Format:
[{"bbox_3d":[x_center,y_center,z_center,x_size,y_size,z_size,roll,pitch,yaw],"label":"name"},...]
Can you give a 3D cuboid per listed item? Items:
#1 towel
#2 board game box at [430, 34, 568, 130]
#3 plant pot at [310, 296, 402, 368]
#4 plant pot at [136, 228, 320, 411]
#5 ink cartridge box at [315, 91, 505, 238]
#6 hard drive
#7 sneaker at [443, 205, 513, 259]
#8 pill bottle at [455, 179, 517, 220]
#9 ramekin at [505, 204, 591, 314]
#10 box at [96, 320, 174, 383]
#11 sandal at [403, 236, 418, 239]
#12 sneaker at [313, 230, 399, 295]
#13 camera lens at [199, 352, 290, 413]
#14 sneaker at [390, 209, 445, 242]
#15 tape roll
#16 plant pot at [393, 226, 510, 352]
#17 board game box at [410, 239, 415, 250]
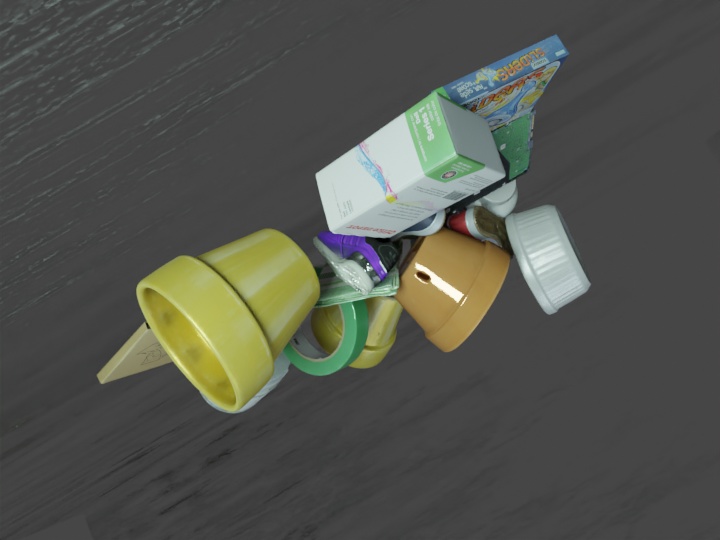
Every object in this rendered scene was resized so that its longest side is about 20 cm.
[{"bbox_3d":[0.000,0.000,0.939,0.149,0.024,0.201,-11,-156,13],"label":"towel"},{"bbox_3d":[0.172,-0.231,0.752,0.197,0.035,0.136,-28,167,-12],"label":"board game box"},{"bbox_3d":[0.011,0.081,1.238,0.199,0.201,0.191,-16,146,-48],"label":"plant pot"},{"bbox_3d":[-0.160,0.047,0.733,0.188,0.201,0.201,-41,175,-32],"label":"plant pot"},{"bbox_3d":[0.061,-0.122,0.700,0.198,0.086,0.143,-26,164,34],"label":"ink cartridge box"},{"bbox_3d":[0.191,-0.177,0.893,0.197,0.038,0.141,-29,144,-7],"label":"hard drive"},{"bbox_3d":[0.213,-0.062,1.045,0.111,0.073,0.198,-12,156,35],"label":"sneaker"},{"bbox_3d":[0.252,-0.139,1.116,0.111,0.114,0.200,-28,167,-7],"label":"pill bottle"},{"bbox_3d":[0.357,-0.030,1.031,0.093,0.206,0.201,-26,170,23],"label":"ramekin"},{"bbox_3d":[-0.349,0.128,0.963,0.199,0.022,0.162,-38,166,33],"label":"box"},{"bbox_3d":[0.161,-0.063,1.132,0.196,0.059,0.080,0,164,14],"label":"sandal"},{"bbox_3d":[0.000,-0.033,0.860,0.099,0.070,0.200,-41,-149,-9],"label":"sneaker"},{"bbox_3d":[-0.245,0.194,1.140,0.158,0.162,0.200,-19,163,-40],"label":"camera lens"},{"bbox_3d":[0.035,-0.093,0.899,0.107,0.072,0.198,20,163,-35],"label":"sneaker"},{"bbox_3d":[-0.078,0.093,1.040,0.199,0.203,0.048,-37,166,30],"label":"tape roll"},{"bbox_3d":[0.141,0.014,0.934,0.202,0.139,0.200,-56,-177,4],"label":"plant pot"},{"bbox_3d":[0.206,-0.039,1.182,0.195,0.029,0.136,-2,-161,5],"label":"board game box"}]
